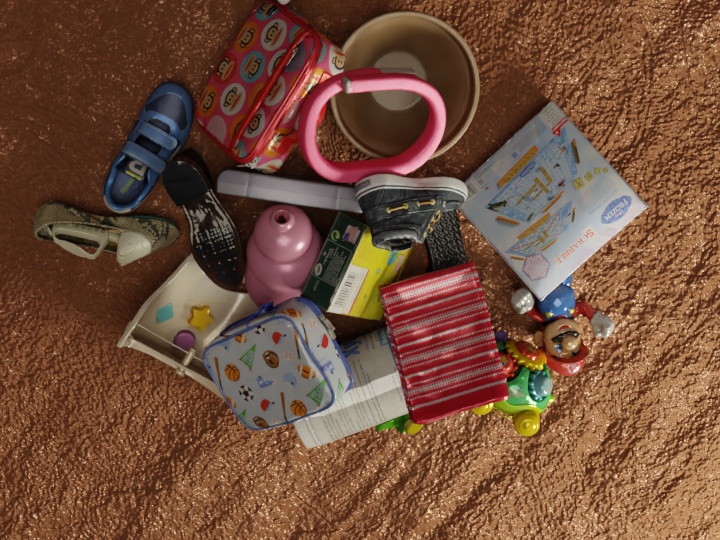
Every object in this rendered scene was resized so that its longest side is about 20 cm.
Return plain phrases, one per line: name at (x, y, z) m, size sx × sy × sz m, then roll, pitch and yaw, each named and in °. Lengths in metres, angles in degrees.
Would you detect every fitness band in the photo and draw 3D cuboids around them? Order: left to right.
fitness band at (0.017, -0.182, 1.239) m, size 0.198 × 0.037 × 0.145 m, roll -7°, pitch 123°, yaw -24°

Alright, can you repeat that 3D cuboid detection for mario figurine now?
mario figurine at (0.298, 0.060, 1.439) m, size 0.123 × 0.106 × 0.202 m, roll -4°, pitch 104°, yaw 34°

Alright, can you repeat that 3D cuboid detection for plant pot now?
plant pot at (0.054, -0.251, 1.323) m, size 0.199 × 0.093 × 0.203 m, roll -2°, pitch 110°, yaw -5°

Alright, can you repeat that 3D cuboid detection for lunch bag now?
lunch bag at (-0.112, -0.230, 1.272) m, size 0.082 × 0.176 × 0.201 m, roll 18°, pitch 110°, yaw -52°
lunch bag at (-0.110, 0.122, 1.310) m, size 0.199 × 0.076 × 0.161 m, roll -24°, pitch 99°, yaw 36°

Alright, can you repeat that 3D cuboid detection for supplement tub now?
supplement tub at (-0.006, 0.168, 1.438) m, size 0.198 × 0.132 × 0.133 m, roll -20°, pitch 109°, yaw 1°

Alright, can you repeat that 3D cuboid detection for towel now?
towel at (0.115, 0.101, 1.358) m, size 0.143 × 0.022 × 0.202 m, roll -15°, pitch 82°, yaw 4°

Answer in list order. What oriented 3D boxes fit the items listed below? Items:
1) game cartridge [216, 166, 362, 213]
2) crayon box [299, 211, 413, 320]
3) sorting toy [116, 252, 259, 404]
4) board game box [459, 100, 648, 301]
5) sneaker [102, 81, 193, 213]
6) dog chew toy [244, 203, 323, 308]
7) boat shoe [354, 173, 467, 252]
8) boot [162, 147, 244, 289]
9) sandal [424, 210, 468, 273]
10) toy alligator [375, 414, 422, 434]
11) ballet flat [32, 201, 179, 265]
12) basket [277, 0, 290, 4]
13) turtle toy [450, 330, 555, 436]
game cartridge at (-0.095, -0.111, 1.335) m, size 0.198 × 0.133 × 0.041 m, roll 7°, pitch 101°, yaw -8°
crayon box at (0.000, 0.000, 1.367) m, size 0.051 × 0.200 × 0.128 m, roll 26°, pitch 93°, yaw 23°
sorting toy at (-0.223, 0.068, 1.408) m, size 0.199 × 0.107 × 0.181 m, roll 32°, pitch 87°, yaw -23°
board game box at (0.263, -0.097, 1.385) m, size 0.200 × 0.041 × 0.200 m, roll -42°, pitch 85°, yaw 10°
sneaker at (-0.288, -0.160, 1.329) m, size 0.074 × 0.082 × 0.201 m, roll 28°, pitch 103°, yaw -11°
dog chew toy at (-0.102, -0.018, 1.336) m, size 0.123 × 0.125 × 0.200 m, roll -5°, pitch 151°, yaw -3°
boat shoe at (0.076, -0.072, 1.307) m, size 0.199 × 0.071 × 0.092 m, roll -2°, pitch 74°, yaw -43°
boot at (-0.208, -0.077, 1.362) m, size 0.074 × 0.097 × 0.201 m, roll -17°, pitch 114°, yaw 7°
sandal at (0.127, -0.008, 1.443) m, size 0.074 × 0.045 × 0.202 m, roll -10°, pitch 97°, yaw -7°
toy alligator at (0.111, 0.201, 1.504) m, size 0.199 × 0.059 × 0.054 m, roll -28°, pitch 145°, yaw -12°
ballet flat at (-0.357, -0.044, 1.364) m, size 0.198 × 0.076 × 0.068 m, roll 10°, pitch 136°, yaw -9°
basket at (-0.127, -0.447, 1.220) m, size 0.200 × 0.136 × 0.123 m, roll 42°, pitch 98°, yaw -17°
turtle toy at (0.199, 0.140, 1.414) m, size 0.199 × 0.146 × 0.102 m, roll 26°, pitch 113°, yaw -9°
